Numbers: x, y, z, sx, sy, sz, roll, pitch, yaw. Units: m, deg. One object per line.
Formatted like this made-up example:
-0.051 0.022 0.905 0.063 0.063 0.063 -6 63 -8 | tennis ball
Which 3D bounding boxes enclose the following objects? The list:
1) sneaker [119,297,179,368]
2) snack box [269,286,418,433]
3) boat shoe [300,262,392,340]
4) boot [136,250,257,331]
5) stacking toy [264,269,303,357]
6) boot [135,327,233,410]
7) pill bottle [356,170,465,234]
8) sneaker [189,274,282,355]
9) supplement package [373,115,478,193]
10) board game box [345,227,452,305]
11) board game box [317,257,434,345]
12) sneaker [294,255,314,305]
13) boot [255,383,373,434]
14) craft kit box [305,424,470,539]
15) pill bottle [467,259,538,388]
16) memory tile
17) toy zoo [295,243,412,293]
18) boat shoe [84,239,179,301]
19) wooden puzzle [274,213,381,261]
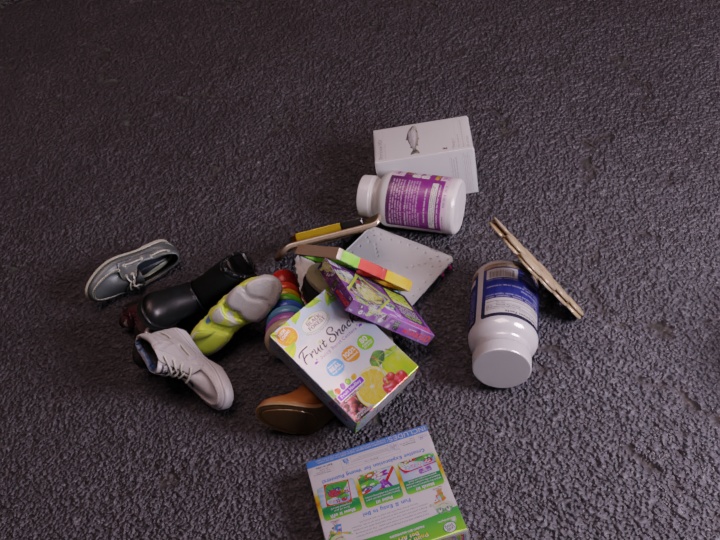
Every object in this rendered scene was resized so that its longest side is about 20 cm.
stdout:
-0.405 0.112 1.691 0.115 0.076 0.200 -5 32 17 | sneaker
-0.028 0.138 1.457 0.142 0.053 0.200 -39 72 -25 | snack box
-0.024 0.075 1.560 0.201 0.063 0.074 44 48 18 | boat shoe
-0.286 0.034 1.641 0.162 0.074 0.198 -32 -9 25 | boot
-0.138 0.069 1.663 0.085 0.086 0.200 -14 36 0 | stacking toy
-0.305 0.172 1.554 0.095 0.074 0.200 -4 34 -47 | boot
0.098 -0.136 1.783 0.199 0.113 0.112 8 46 16 | pill bottle
-0.226 0.067 1.648 0.200 0.076 0.105 -36 14 5 | sneaker
0.133 -0.224 1.874 0.199 0.118 0.117 -9 44 6 | supplement package
0.040 0.013 1.709 0.200 0.026 0.200 22 53 33 | board game box
0.027 0.053 1.520 0.032 0.200 0.120 -54 41 11 | board game box
-0.063 0.050 1.645 0.080 0.076 0.201 -22 62 0 | sneaker
-0.074 0.188 1.518 0.199 0.074 0.155 -1 43 -5 | boot
0.036 0.340 1.344 0.199 0.049 0.198 -17 39 -4 | craft kit box
0.236 0.087 1.511 0.115 0.116 0.200 -1 43 13 | pill bottle
0.298 -0.004 1.546 0.017 0.200 0.153 -43 41 11 | memory tile
0.000 0.000 1.593 0.131 0.200 0.021 8 77 55 | toy zoo
-0.449 0.004 1.811 0.200 0.073 0.062 -33 41 -27 | boat shoe
-0.067 -0.067 1.731 0.199 0.037 0.185 -19 2 -9 | wooden puzzle
